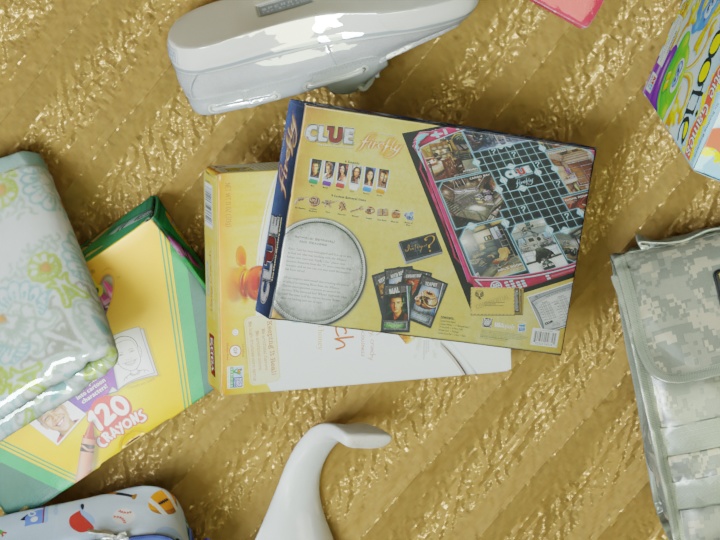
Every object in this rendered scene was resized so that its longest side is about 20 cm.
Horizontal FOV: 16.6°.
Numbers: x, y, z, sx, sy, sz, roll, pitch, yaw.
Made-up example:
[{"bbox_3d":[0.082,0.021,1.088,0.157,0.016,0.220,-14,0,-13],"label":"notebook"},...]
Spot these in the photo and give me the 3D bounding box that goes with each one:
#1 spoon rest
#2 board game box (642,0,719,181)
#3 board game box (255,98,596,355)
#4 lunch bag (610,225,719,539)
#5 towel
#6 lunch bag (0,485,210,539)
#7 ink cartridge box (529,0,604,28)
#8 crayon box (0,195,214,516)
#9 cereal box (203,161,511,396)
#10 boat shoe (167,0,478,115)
[{"bbox_3d":[-0.036,0.187,1.655,0.099,0.061,0.201,5,111,-39],"label":"spoon rest"},{"bbox_3d":[0.251,-0.113,1.506,0.104,0.200,0.103,21,105,-8],"label":"board game box"},{"bbox_3d":[0.042,-0.026,1.552,0.199,0.035,0.136,8,95,-20],"label":"board game box"},{"bbox_3d":[0.257,0.063,1.604,0.163,0.118,0.201,-12,101,2],"label":"lunch bag"},{"bbox_3d":[-0.259,0.038,1.560,0.199,0.172,0.048,-32,149,9],"label":"towel"},{"bbox_3d":[-0.168,0.235,1.632,0.159,0.076,0.201,-10,127,-1],"label":"lunch bag"},{"bbox_3d":[0.076,-0.263,1.484,0.199,0.145,0.145,27,104,-10],"label":"ink cartridge box"},{"bbox_3d":[-0.180,0.058,1.614,0.199,0.058,0.119,-34,105,8],"label":"crayon box"},{"bbox_3d":[0.000,0.000,1.581,0.199,0.040,0.145,-5,101,-17],"label":"cereal box"},{"bbox_3d":[-0.020,-0.142,1.561,0.199,0.072,0.069,-17,128,-4],"label":"boat shoe"}]
